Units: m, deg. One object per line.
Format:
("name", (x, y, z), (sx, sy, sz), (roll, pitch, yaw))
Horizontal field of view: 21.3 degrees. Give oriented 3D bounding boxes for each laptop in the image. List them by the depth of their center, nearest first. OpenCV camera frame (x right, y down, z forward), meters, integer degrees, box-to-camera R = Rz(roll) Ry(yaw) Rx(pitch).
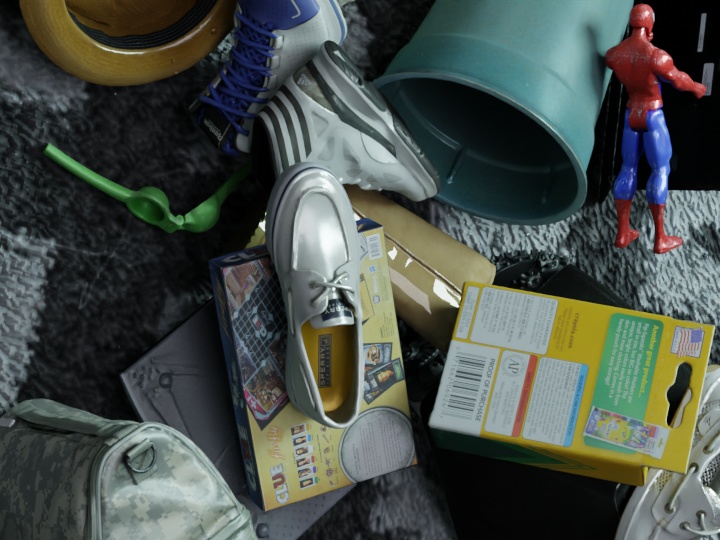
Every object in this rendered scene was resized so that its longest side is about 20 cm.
("laptop", (0.273, -0.149, 1.658), (0.103, 0.199, 0.178), (11, 83, -50))

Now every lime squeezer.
("lime squeezer", (-0.149, -0.065, 1.497), (0.199, 0.038, 0.071), (-2, 90, -32))

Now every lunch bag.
("lunch bag", (-0.182, 0.178, 1.383), (0.139, 0.200, 0.168), (-30, 109, -32))

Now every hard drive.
("hard drive", (-0.100, 0.127, 1.523), (0.135, 0.042, 0.200), (-40, 109, -27))

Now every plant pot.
("plant pot", (0.195, 0.149, 1.594), (0.199, 0.177, 0.201), (-41, 134, -26))
("plant pot", (0.126, -0.175, 1.594), (0.200, 0.200, 0.197), (38, 62, -26))

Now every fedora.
("fedora", (-0.174, -0.235, 1.439), (0.200, 0.082, 0.201), (-20, 130, -26))

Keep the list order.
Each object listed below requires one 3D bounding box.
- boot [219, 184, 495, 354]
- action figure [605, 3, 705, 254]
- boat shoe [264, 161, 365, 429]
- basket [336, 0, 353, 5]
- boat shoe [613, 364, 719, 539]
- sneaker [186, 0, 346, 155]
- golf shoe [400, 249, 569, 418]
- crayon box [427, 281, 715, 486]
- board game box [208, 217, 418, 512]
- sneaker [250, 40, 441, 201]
("boot", (0.000, 0.000, 1.536), (0.200, 0.066, 0.175), (38, 58, -12))
("action figure", (0.244, -0.126, 1.570), (0.099, 0.065, 0.201), (-32, 124, -47))
("boat shoe", (-0.026, 0.021, 1.414), (0.071, 0.070, 0.201), (-7, 106, -21))
("basket", (-0.022, -0.327, 1.510), (0.200, 0.161, 0.199), (-43, 110, -27))
("boat shoe", (0.257, 0.175, 1.482), (0.071, 0.069, 0.201), (16, 98, -54))
("sneaker", (-0.075, -0.150, 1.473), (0.080, 0.200, 0.115), (37, 68, 21))
("golf shoe", (0.109, 0.058, 1.650), (0.200, 0.078, 0.095), (-37, 125, -25))
("crayon box", (0.165, 0.090, 1.484), (0.052, 0.199, 0.126), (69, 34, -63))
("board game box", (-0.035, 0.072, 1.482), (0.135, 0.035, 0.201), (-14, 108, -20))
("sneaker", (-0.021, -0.091, 1.496), (0.115, 0.076, 0.200), (-37, 143, 7))
